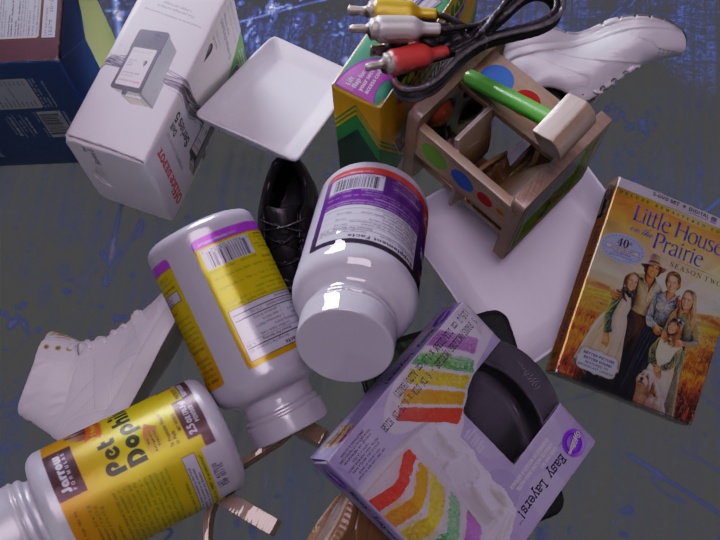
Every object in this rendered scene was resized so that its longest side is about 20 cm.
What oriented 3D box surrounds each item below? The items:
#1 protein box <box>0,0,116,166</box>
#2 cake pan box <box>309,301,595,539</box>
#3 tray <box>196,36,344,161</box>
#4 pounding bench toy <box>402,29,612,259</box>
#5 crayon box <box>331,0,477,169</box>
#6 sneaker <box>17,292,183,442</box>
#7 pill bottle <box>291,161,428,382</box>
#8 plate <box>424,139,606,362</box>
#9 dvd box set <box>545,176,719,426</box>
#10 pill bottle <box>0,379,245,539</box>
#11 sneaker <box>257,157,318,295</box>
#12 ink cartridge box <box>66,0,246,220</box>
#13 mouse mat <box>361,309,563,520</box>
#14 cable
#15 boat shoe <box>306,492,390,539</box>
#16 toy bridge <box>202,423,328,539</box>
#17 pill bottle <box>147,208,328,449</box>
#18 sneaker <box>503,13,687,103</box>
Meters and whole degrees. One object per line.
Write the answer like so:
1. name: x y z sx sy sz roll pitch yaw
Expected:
1. protein box: -0.361 -0.206 0.894 0.199 0.199 0.136 -2 71 0
2. cake pan box: 0.088 0.155 0.792 0.184 0.052 0.200 48 68 -8
3. tray: -0.081 -0.174 0.928 0.107 0.022 0.200 24 40 3
4. pounding bench toy: 0.127 -0.136 0.832 0.156 0.200 0.124 43 76 13
5. crayon box: 0.048 -0.205 0.904 0.058 0.173 0.200 29 74 10
6. sneaker: -0.243 0.071 0.864 0.115 0.074 0.200 29 75 7
7. pill bottle: 0.000 0.000 0.811 0.111 0.112 0.200 8 40 3
8. plate: 0.171 -0.022 0.914 0.200 0.032 0.200 -31 72 -9
9. dvd box set: 0.276 0.029 0.866 0.146 0.029 0.201 22 81 -5
10. pill bottle: -0.208 0.181 0.775 0.199 0.109 0.109 -25 72 -19
11. sneaker: -0.075 -0.020 0.885 0.076 0.091 0.201 -5 73 -2
12. ink cartridge box: -0.194 -0.172 0.901 0.084 0.146 0.201 20 73 6
13. mouse mat: 0.093 0.148 0.826 0.160 0.008 0.201 -15 86 -21
14. cable: 0.091 -0.205 0.785 0.199 0.050 0.098 -13 67 -3
15. boat shoe: -0.009 0.231 0.804 0.074 0.069 0.200 51 54 -12
16. toy bridge: -0.106 0.222 0.834 0.067 0.027 0.200 27 73 12
17. pill bottle: -0.105 0.053 0.813 0.104 0.104 0.201 -25 86 -8
18. sneaker: 0.250 -0.219 0.971 0.199 0.075 0.088 -9 83 4
